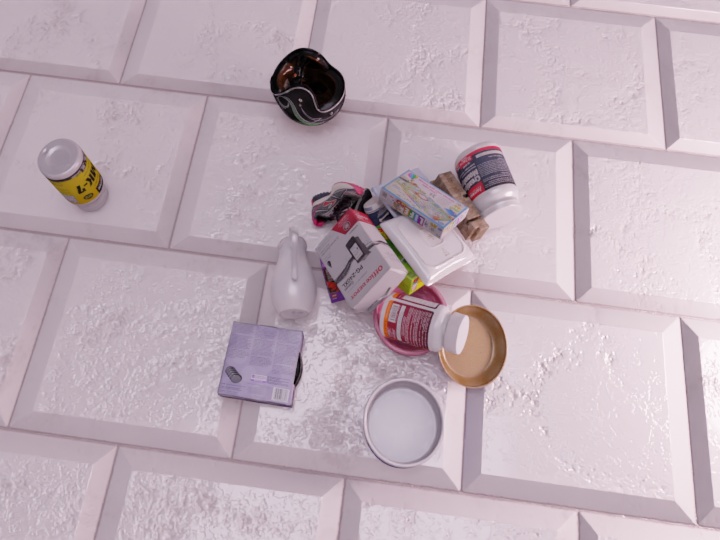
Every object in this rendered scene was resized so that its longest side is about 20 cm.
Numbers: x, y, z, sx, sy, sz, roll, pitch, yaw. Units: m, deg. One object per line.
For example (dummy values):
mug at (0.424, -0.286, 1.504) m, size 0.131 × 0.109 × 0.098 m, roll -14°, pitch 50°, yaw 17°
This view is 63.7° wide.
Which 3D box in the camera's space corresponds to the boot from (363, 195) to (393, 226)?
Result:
boot at (0.087, -0.182, 1.608) m, size 0.199 × 0.072 × 0.092 m, roll -40°, pitch 117°, yaw -34°

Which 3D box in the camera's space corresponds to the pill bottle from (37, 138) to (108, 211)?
pill bottle at (-0.756, -0.247, 1.542) m, size 0.111 × 0.201 × 0.118 m, roll 0°, pitch 68°, yaw 0°

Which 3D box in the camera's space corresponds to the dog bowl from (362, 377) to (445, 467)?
dog bowl at (0.102, 0.366, 1.387) m, size 0.194 × 0.079 × 0.206 m, roll 0°, pitch 69°, yaw 0°

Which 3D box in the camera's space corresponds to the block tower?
block tower at (0.261, -0.175, 1.549) m, size 0.053 × 0.058 × 0.202 m, roll -18°, pitch 66°, yaw -33°

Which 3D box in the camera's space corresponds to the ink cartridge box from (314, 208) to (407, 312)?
ink cartridge box at (-0.001, -0.023, 1.406) m, size 0.145 × 0.083 × 0.202 m, roll -46°, pitch 60°, yaw 20°

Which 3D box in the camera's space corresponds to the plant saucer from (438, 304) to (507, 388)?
plant saucer at (0.276, 0.190, 1.455) m, size 0.194 × 0.035 × 0.207 m, roll 3°, pitch 82°, yaw -17°

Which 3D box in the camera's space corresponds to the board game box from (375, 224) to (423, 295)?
board game box at (0.086, -0.031, 1.471) m, size 0.100 × 0.048 × 0.199 m, roll -29°, pitch 55°, yaw -36°

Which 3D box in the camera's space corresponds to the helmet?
helmet at (-0.143, -0.512, 1.658) m, size 0.196 × 0.189 × 0.205 m, roll -19°, pitch 57°, yaw 33°

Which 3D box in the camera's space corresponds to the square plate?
square plate at (0.175, -0.078, 1.459) m, size 0.197 × 0.029 × 0.200 m, roll -25°, pitch 69°, yaw -36°

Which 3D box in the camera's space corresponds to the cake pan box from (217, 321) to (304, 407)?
cake pan box at (-0.242, 0.234, 1.448) m, size 0.194 × 0.053 × 0.190 m, roll 7°, pitch 71°, yaw 2°

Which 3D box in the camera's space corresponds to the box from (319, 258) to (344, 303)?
box at (0.000, 0.000, 1.518) m, size 0.194 × 0.040 × 0.139 m, roll -15°, pitch 45°, yaw -6°

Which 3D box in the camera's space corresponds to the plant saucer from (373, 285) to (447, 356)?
plant saucer at (0.129, 0.122, 1.495) m, size 0.194 × 0.051 × 0.207 m, roll 0°, pitch 70°, yaw -1°

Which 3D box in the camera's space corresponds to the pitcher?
pitcher at (-0.170, 0.006, 1.470) m, size 0.117 × 0.172 × 0.206 m, roll -1°, pitch 68°, yaw -7°

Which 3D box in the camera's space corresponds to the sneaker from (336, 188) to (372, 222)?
sneaker at (-0.029, -0.148, 1.583) m, size 0.081 × 0.072 × 0.203 m, roll 8°, pitch 56°, yaw 26°

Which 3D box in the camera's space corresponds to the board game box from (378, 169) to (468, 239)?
board game box at (0.162, -0.173, 1.481) m, size 0.198 × 0.035 × 0.134 m, roll 36°, pitch 46°, yaw 20°

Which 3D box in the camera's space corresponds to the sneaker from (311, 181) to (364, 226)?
sneaker at (-0.059, -0.177, 1.549) m, size 0.079 × 0.198 × 0.077 m, roll 16°, pitch 65°, yaw -35°

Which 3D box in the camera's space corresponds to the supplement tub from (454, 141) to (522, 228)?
supplement tub at (0.349, -0.233, 1.585) m, size 0.136 × 0.141 × 0.205 m, roll -14°, pitch 69°, yaw -6°

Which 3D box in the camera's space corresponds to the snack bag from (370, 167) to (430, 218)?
snack bag at (0.147, -0.176, 1.547) m, size 0.197 × 0.022 × 0.190 m, roll -27°, pitch 72°, yaw -36°

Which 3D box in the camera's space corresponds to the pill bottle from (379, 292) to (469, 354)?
pill bottle at (0.152, 0.128, 1.379) m, size 0.195 × 0.110 × 0.112 m, roll 14°, pitch 68°, yaw 25°
